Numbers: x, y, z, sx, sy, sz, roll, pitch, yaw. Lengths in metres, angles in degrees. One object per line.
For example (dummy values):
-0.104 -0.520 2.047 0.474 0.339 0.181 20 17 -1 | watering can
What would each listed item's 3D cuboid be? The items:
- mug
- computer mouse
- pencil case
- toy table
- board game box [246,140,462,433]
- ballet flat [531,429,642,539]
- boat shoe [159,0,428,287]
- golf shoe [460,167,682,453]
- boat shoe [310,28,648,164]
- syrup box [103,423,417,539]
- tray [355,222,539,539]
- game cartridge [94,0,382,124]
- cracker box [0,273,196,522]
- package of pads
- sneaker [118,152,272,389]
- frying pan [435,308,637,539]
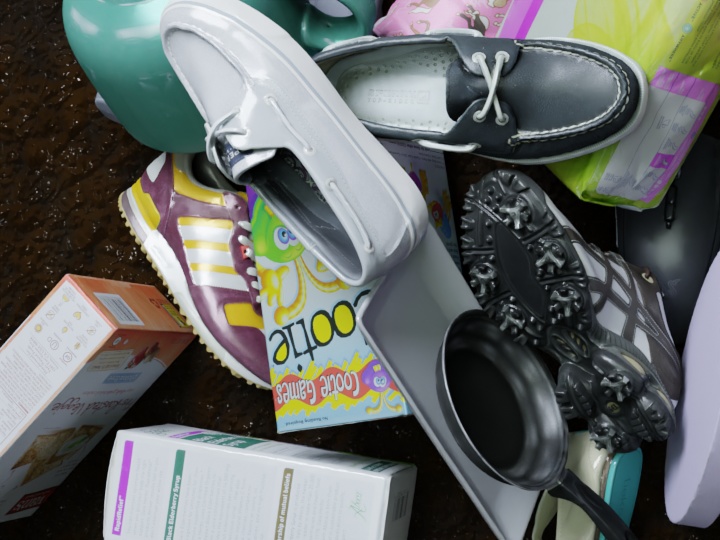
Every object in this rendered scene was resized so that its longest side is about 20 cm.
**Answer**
-0.102 -0.178 0.791 0.185 0.114 0.152 -32 52 -2 | mug
0.179 -0.056 0.803 0.140 0.046 0.200 10 88 16 | computer mouse
0.099 -0.201 0.821 0.200 0.087 0.083 -44 106 9 | pencil case
0.256 0.076 0.715 0.117 0.200 0.184 6 54 6 | toy table
0.000 0.000 0.809 0.103 0.105 0.200 -13 81 32 | board game box
0.140 0.199 0.791 0.069 0.069 0.200 9 86 17 | ballet flat
-0.050 -0.072 0.687 0.200 0.069 0.072 50 140 -4 | boat shoe
0.134 0.014 0.749 0.078 0.094 0.200 -18 111 42 | golf shoe
0.059 -0.099 0.688 0.200 0.060 0.076 0 89 27 | boat shoe
-0.070 0.160 0.840 0.200 0.079 0.082 8 88 17 | syrup box
0.060 0.072 0.754 0.022 0.107 0.200 -13 121 37 | tray
-0.089 -0.155 0.873 0.200 0.041 0.133 3 69 16 | game cartridge
-0.222 0.096 0.861 0.200 0.134 0.058 -46 76 9 | cracker box
0.160 -0.152 0.725 0.155 0.068 0.200 55 128 49 | package of pads
-0.089 -0.007 0.862 0.090 0.075 0.200 -42 77 14 | sneaker
0.110 0.099 0.742 0.031 0.190 0.115 -30 35 35 | frying pan
